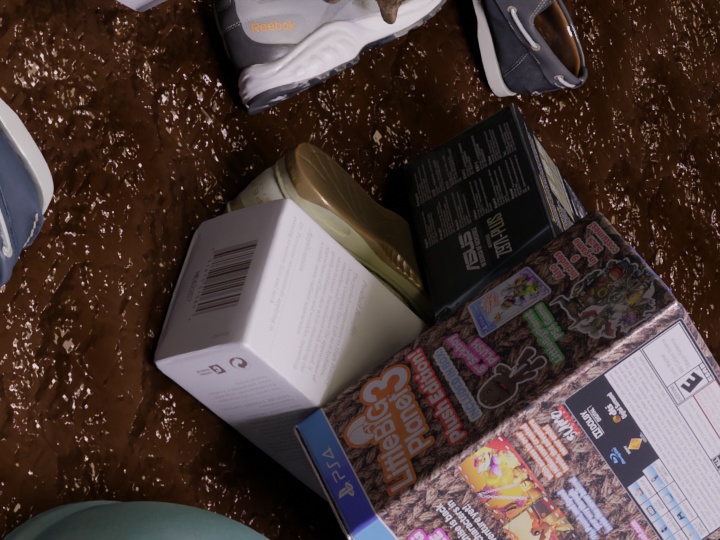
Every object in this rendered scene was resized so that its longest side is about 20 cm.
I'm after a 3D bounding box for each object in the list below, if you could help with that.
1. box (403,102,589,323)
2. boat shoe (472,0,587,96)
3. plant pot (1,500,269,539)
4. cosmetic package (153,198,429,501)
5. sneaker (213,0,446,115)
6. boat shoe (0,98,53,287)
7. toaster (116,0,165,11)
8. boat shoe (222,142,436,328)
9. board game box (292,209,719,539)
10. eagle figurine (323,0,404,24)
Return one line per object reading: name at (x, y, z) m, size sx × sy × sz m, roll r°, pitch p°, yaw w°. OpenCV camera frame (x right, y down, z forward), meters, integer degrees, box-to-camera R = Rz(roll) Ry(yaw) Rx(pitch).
box at (0.113, 0.025, 1.070) m, size 0.164 × 0.086 × 0.200 m, roll 50°, pitch 18°, yaw -36°
boat shoe at (0.108, -0.205, 1.177) m, size 0.072 × 0.067 × 0.201 m, roll -59°, pitch 142°, yaw -38°
plant pot at (-0.076, 0.200, 0.813) m, size 0.200 × 0.134 × 0.201 m, roll 20°, pitch 63°, yaw -47°
cosmetic package at (-0.016, 0.059, 0.983) m, size 0.200 × 0.074 × 0.102 m, roll 45°, pitch 47°, yaw -35°
sneaker at (-0.014, -0.165, 1.059) m, size 0.200 × 0.074 × 0.080 m, roll -35°, pitch 100°, yaw -50°
boat shoe at (-0.202, -0.072, 0.733) m, size 0.062 × 0.075 × 0.200 m, roll -80°, pitch 152°, yaw -44°
toaster at (-0.120, -0.246, 0.888) m, size 0.181 × 0.118 × 0.201 m, roll 29°, pitch 46°, yaw -49°
boat shoe at (0.000, 0.001, 1.041) m, size 0.201 × 0.063 × 0.073 m, roll 40°, pitch 24°, yaw -44°
board game box at (0.096, 0.099, 0.918) m, size 0.160 × 0.200 × 0.097 m, roll 53°, pitch 3°, yaw -36°
eagle figurine at (0.014, -0.250, 0.998) m, size 0.151 × 0.151 × 0.201 m, roll 18°, pitch 66°, yaw -56°
